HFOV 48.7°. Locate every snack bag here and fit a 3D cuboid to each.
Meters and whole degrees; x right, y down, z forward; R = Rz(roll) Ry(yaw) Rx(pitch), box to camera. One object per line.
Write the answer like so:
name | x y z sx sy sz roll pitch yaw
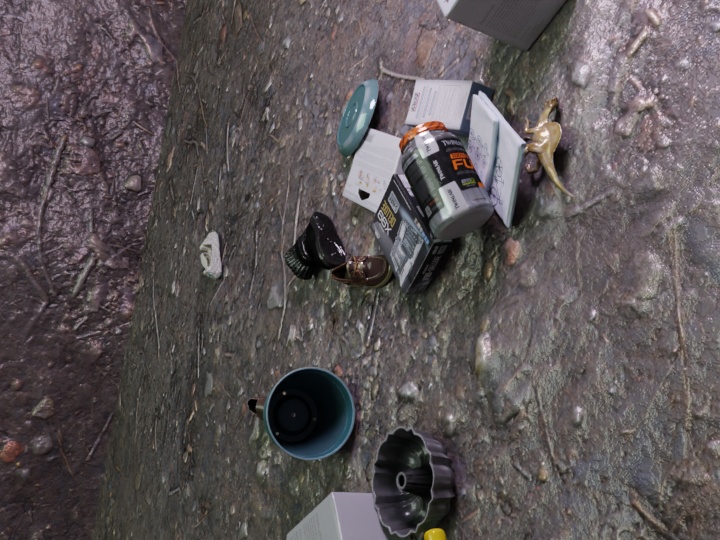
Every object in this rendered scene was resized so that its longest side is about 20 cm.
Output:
snack bag | 0.239 -0.196 1.439 0.200 0.021 0.189 -114 20 -47

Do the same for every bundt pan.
bundt pan | 0.106 0.395 1.493 0.202 0.076 0.202 -24 61 54

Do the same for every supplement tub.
supplement tub | 0.153 -0.168 1.470 0.123 0.122 0.200 -43 64 44

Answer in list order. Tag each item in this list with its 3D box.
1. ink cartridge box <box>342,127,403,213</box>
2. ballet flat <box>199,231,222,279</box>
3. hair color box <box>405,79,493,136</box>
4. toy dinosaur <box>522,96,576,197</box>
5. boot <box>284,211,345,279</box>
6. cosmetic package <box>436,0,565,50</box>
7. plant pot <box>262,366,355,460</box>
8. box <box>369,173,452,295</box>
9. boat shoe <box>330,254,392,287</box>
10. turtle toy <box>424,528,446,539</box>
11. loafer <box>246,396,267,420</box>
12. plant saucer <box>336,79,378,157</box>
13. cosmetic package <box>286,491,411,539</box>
ink cartridge box | 0.042 -0.229 1.830 0.200 0.044 0.174 34 110 57
ballet flat | -0.500 -0.059 2.643 0.072 0.072 0.200 -53 39 36
hair color box | 0.178 -0.333 1.624 0.200 0.061 0.099 24 101 58
toy dinosaur | 0.311 -0.207 1.369 0.101 0.058 0.200 -28 58 51
boot | -0.117 -0.031 1.987 0.158 0.079 0.211 -53 28 25
cosmetic package | 0.249 -0.535 1.436 0.165 0.200 0.165 -52 41 37
plant pot | -0.134 0.329 1.815 0.188 0.200 0.200 146 129 -69
box | 0.099 -0.076 1.630 0.200 0.050 0.158 64 145 34
boat shoe | 0.000 0.000 1.796 0.200 0.072 0.072 -8 74 58
turtle toy | 0.155 0.516 1.350 0.200 0.101 0.146 -44 45 43
loafer | -0.239 0.371 2.071 0.200 0.071 0.073 -2 79 58
plant saucer | -0.013 -0.375 1.935 0.200 0.027 0.200 -161 90 -72
cosmetic package | -0.019 0.556 1.559 0.200 0.167 0.166 -51 40 37
